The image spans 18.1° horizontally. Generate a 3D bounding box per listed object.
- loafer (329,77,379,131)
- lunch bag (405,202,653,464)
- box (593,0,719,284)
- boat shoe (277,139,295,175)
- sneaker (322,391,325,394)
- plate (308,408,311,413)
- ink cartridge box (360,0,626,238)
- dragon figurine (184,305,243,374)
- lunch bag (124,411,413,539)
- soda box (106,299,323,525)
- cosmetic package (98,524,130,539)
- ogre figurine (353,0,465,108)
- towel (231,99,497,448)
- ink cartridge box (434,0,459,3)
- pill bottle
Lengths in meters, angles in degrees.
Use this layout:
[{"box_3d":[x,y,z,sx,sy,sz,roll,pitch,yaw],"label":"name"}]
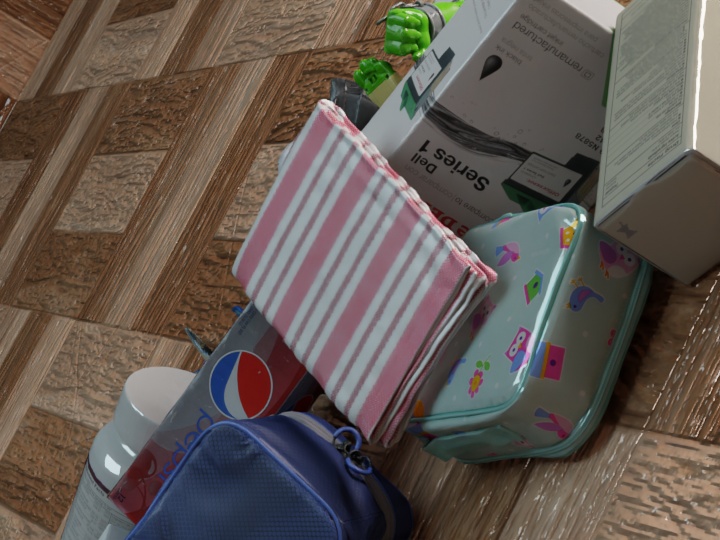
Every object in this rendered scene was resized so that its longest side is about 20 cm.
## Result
[{"box_3d":[-0.029,-0.064,1.898,0.068,0.070,0.201,-82,12,-84],"label":"loafer"},{"box_3d":[0.100,0.048,1.458,0.200,0.077,0.161,-17,52,65],"label":"lunch bag"},{"box_3d":[0.209,-0.100,1.407,0.095,0.078,0.200,-39,28,42],"label":"box"},{"box_3d":[0.000,0.000,1.594,0.073,0.200,0.067,-33,19,2],"label":"boat shoe"},{"box_3d":[-0.016,0.059,1.748,0.200,0.069,0.100,-127,42,-55],"label":"sneaker"},{"box_3d":[-0.078,0.148,1.731,0.200,0.032,0.200,129,146,-52],"label":"plate"},{"box_3d":[0.108,-0.104,1.556,0.200,0.146,0.084,-51,21,22],"label":"ink cartridge box"},{"box_3d":[-0.094,0.070,1.919,0.100,0.059,0.200,-56,21,9],"label":"dragon figurine"},{"box_3d":[-0.063,0.187,1.531,0.200,0.136,0.132,-52,-20,16],"label":"lunch bag"},{"box_3d":[-0.091,0.108,1.616,0.200,0.070,0.063,-53,-17,15],"label":"soda box"},{"box_3d":[-0.214,0.305,1.660,0.200,0.052,0.151,-56,14,40],"label":"cosmetic package"},{"box_3d":[0.069,-0.118,1.660,0.120,0.201,0.098,-35,24,-33],"label":"ogre figurine"},{"box_3d":[-0.003,0.001,1.491,0.200,0.030,0.147,49,119,37],"label":"towel"},{"box_3d":[0.117,-0.216,1.797,0.116,0.067,0.200,-42,26,30],"label":"ink cartridge box"},{"box_3d":[-0.166,0.181,1.747,0.110,0.109,0.201,-99,26,-61],"label":"pill bottle"}]
